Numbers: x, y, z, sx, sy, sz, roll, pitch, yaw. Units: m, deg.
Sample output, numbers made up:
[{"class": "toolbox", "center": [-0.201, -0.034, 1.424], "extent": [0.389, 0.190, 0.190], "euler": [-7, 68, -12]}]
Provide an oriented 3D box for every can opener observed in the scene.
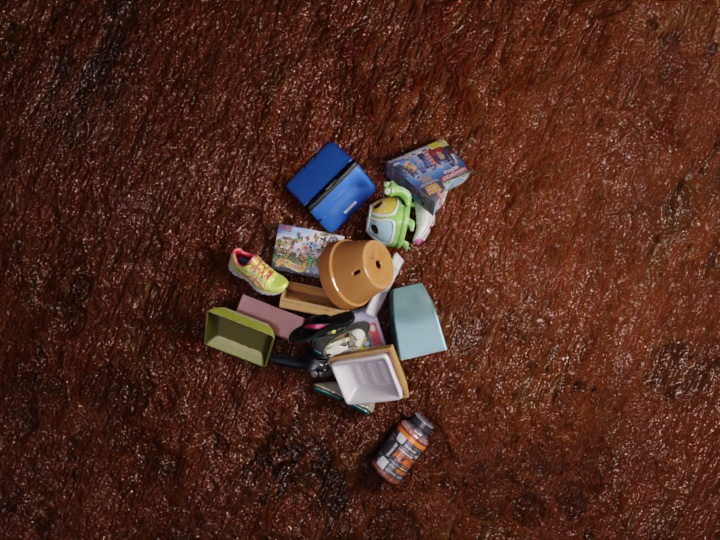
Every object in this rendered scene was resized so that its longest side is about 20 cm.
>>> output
[{"class": "can opener", "center": [-0.180, 0.267, 1.506], "extent": [0.198, 0.063, 0.079], "euler": [-3, 55, 27]}]

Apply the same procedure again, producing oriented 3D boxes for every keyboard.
[{"class": "keyboard", "center": [0.073, 0.045, 1.530], "extent": [0.056, 0.011, 0.201], "euler": [39, 75, -46]}]

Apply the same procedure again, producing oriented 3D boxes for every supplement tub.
[{"class": "supplement tub", "center": [0.128, 0.524, 1.534], "extent": [0.107, 0.107, 0.201], "euler": [38, 90, -4]}]

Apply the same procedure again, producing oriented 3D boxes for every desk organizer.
[{"class": "desk organizer", "center": [-0.266, 0.139, 1.519], "extent": [0.198, 0.072, 0.078], "euler": [22, 88, -4]}]

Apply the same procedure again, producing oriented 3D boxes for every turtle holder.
[{"class": "turtle holder", "center": [0.087, -0.150, 1.477], "extent": [0.130, 0.186, 0.142], "euler": [9, 66, -2]}]

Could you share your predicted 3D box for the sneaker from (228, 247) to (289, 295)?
[{"class": "sneaker", "center": [-0.295, 0.001, 1.478], "extent": [0.199, 0.091, 0.078], "euler": [25, 52, 8]}]

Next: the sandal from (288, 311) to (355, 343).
[{"class": "sandal", "center": [-0.113, 0.147, 1.446], "extent": [0.198, 0.075, 0.045], "euler": [-21, 120, 8]}]

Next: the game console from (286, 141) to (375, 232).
[{"class": "game console", "center": [-0.088, -0.249, 1.543], "extent": [0.200, 0.118, 0.171], "euler": [-44, 125, -1]}]

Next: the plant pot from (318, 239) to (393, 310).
[{"class": "plant pot", "center": [0.000, 0.000, 1.444], "extent": [0.139, 0.199, 0.202], "euler": [-16, 93, 38]}]

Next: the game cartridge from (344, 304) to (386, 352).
[{"class": "game cartridge", "center": [0.007, 0.215, 1.554], "extent": [0.132, 0.041, 0.202], "euler": [-19, 93, 1]}]

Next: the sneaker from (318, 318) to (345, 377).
[{"class": "sneaker", "center": [-0.095, 0.223, 1.536], "extent": [0.074, 0.085, 0.202], "euler": [-1, 114, -36]}]

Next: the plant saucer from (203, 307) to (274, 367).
[{"class": "plant saucer", "center": [-0.344, 0.183, 1.481], "extent": [0.198, 0.201, 0.048], "euler": [22, 51, -3]}]

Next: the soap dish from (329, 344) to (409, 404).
[{"class": "soap dish", "center": [0.028, 0.293, 1.454], "extent": [0.199, 0.081, 0.159], "euler": [-14, 105, 27]}]

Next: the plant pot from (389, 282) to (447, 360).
[{"class": "plant pot", "center": [0.152, 0.145, 1.513], "extent": [0.140, 0.141, 0.202], "euler": [-13, 86, -3]}]

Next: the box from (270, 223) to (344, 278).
[{"class": "box", "center": [-0.156, -0.054, 1.535], "extent": [0.198, 0.038, 0.138], "euler": [11, 91, -3]}]

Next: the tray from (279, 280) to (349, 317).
[{"class": "tray", "center": [-0.130, 0.088, 1.510], "extent": [0.198, 0.099, 0.037], "euler": [11, 120, -3]}]

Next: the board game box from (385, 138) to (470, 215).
[{"class": "board game box", "center": [0.206, -0.264, 1.493], "extent": [0.199, 0.062, 0.201], "euler": [-24, 62, -13]}]

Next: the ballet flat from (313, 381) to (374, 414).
[{"class": "ballet flat", "center": [-0.046, 0.367, 1.550], "extent": [0.199, 0.067, 0.063], "euler": [27, 67, -9]}]

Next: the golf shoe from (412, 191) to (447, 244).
[{"class": "golf shoe", "center": [0.189, -0.176, 1.540], "extent": [0.091, 0.075, 0.201], "euler": [24, 82, 5]}]

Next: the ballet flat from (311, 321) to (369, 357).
[{"class": "ballet flat", "center": [-0.042, 0.203, 1.462], "extent": [0.199, 0.068, 0.069], "euler": [-19, 122, -30]}]
